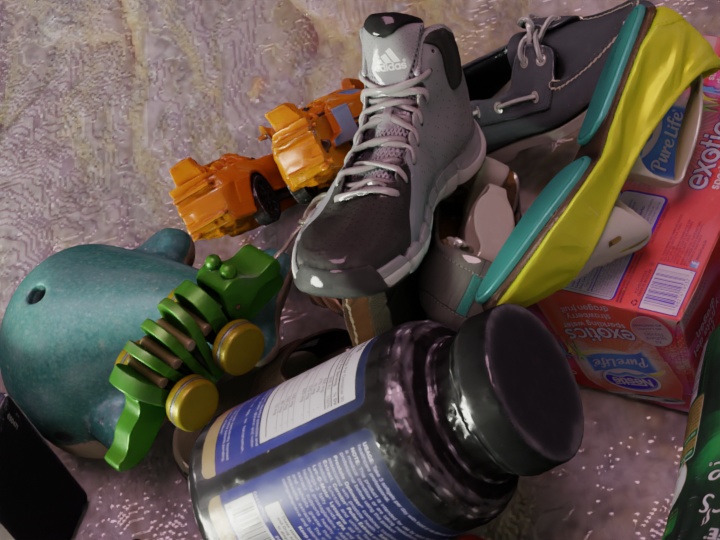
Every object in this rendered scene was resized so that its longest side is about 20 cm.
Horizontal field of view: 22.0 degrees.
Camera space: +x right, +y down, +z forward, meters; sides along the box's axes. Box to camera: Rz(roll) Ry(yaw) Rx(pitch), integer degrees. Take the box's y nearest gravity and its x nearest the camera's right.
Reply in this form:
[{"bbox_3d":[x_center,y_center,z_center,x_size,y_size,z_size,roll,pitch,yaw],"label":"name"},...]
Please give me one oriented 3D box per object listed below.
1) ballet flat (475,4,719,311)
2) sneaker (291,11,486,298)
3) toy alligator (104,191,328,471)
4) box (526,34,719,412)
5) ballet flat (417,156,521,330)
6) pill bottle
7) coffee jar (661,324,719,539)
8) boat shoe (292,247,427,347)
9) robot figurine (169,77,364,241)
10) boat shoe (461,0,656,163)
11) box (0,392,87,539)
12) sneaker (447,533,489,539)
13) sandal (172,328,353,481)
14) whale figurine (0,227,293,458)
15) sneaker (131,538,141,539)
[{"bbox_3d":[0.135,-0.050,0.990,0.067,0.067,0.201,31,74,-6],"label":"ballet flat"},{"bbox_3d":[0.008,-0.076,1.001,0.074,0.117,0.200,3,30,21],"label":"sneaker"},{"bbox_3d":[-0.082,0.020,1.020,0.059,0.054,0.201,30,75,38],"label":"toy alligator"},{"bbox_3d":[0.180,-0.032,1.066,0.102,0.095,0.201,12,58,28],"label":"box"},{"bbox_3d":[0.072,-0.030,1.088,0.067,0.064,0.201,20,29,-5],"label":"ballet flat"},{"bbox_3d":[0.013,0.094,0.976,0.199,0.112,0.113,-27,43,32],"label":"pill bottle"},{"bbox_3d":[0.200,0.128,0.931,0.103,0.086,0.201,17,59,9],"label":"coffee jar"},{"bbox_3d":[0.000,0.000,1.091,0.073,0.076,0.200,-10,17,8],"label":"boat shoe"},{"bbox_3d":[-0.036,-0.072,1.135,0.144,0.059,0.200,-27,3,19],"label":"robot figurine"},{"bbox_3d":[0.106,-0.119,1.115,0.200,0.062,0.073,-29,25,57],"label":"boat shoe"},{"bbox_3d":[-0.298,0.175,1.072,0.196,0.124,0.201,3,54,25],"label":"box"},{"bbox_3d":[0.014,0.219,0.962,0.200,0.070,0.093,-50,33,-16],"label":"sneaker"},{"bbox_3d":[-0.022,0.064,1.094,0.199,0.058,0.080,-24,48,2],"label":"sandal"},{"bbox_3d":[-0.134,0.032,1.108,0.198,0.104,0.160,-16,48,35],"label":"whale figurine"},{"bbox_3d":[-0.083,0.217,0.969,0.091,0.078,0.200,-63,27,-1],"label":"sneaker"}]
